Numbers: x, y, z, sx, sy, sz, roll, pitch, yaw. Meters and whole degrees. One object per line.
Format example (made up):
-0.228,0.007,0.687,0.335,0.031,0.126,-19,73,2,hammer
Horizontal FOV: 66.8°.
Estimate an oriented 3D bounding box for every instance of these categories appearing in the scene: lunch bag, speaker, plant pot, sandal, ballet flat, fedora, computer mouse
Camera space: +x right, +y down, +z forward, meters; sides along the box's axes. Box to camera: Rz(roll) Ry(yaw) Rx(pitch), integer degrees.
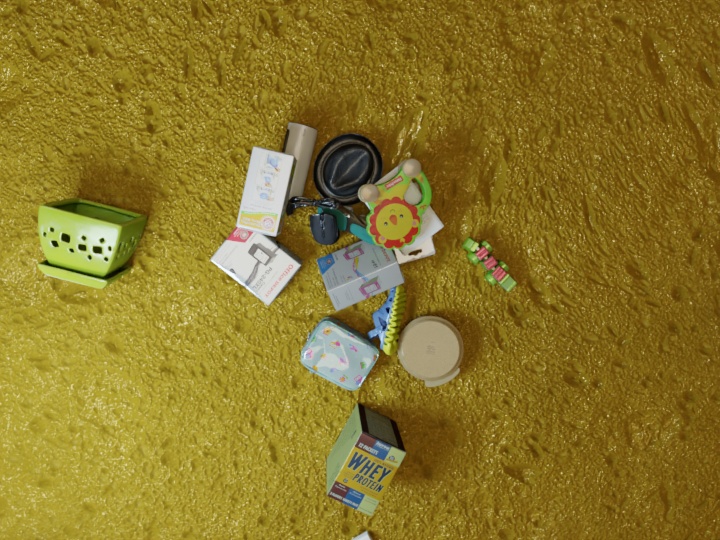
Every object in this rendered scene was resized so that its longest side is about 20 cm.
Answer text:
-0.064,0.234,1.524,0.200,0.077,0.161,30,96,-7,lunch bag
-0.174,-0.283,1.447,0.081,0.081,0.200,14,97,-6,speaker
-0.684,-0.068,1.387,0.200,0.199,0.182,15,102,-6,plant pot
0.071,0.129,1.523,0.087,0.079,0.200,12,86,27,sandal
-0.020,-0.136,1.473,0.200,0.072,0.068,27,132,19,ballet flat
-0.033,-0.269,1.451,0.200,0.092,0.201,0,97,-4,fedora
-0.124,-0.119,1.425,0.140,0.200,0.046,5,60,0,computer mouse

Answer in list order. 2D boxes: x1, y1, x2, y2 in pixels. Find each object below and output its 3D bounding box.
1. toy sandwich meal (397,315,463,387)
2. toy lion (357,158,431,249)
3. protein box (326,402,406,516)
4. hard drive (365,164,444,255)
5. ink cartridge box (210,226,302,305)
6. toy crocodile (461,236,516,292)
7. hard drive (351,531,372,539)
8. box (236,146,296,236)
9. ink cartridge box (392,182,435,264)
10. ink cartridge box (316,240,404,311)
0.203,0.224,1.550,0.205,0.070,0.206,0,93,7,toy sandwich meal
0.097,-0.159,1.396,0.200,0.069,0.192,-32,102,-4,toy lion
0.010,0.513,1.503,0.135,0.200,0.199,27,95,-7,protein box
0.110,-0.158,1.440,0.132,0.026,0.200,-37,96,-1,hard drive
-0.275,-0.024,1.471,0.200,0.083,0.145,39,92,-6,ink cartridge box
0.362,-0.019,1.528,0.067,0.062,0.200,-42,99,2,toy crocodile
-0.034,0.884,1.629,0.200,0.026,0.132,-30,98,1,hard drive
-0.231,-0.194,1.360,0.101,0.112,0.200,13,95,-4,box
0.123,-0.129,1.494,0.116,0.067,0.200,-16,98,-2,ink cartridge box
0.000,0.000,1.455,0.200,0.145,0.085,-22,131,-2,ink cartridge box
